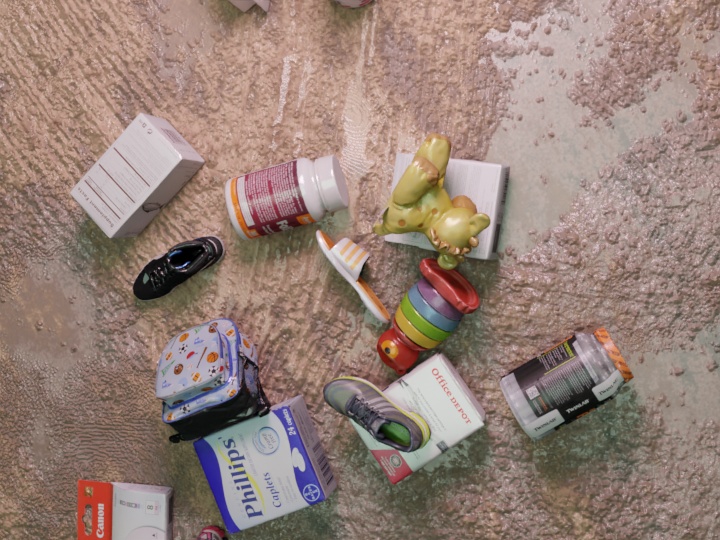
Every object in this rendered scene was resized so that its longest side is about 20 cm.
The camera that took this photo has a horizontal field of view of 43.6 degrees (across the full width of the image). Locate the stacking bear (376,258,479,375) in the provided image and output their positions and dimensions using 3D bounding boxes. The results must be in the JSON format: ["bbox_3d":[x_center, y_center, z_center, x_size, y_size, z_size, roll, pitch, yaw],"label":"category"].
[{"bbox_3d":[0.104,0.091,1.568,0.121,0.114,0.200,45,111,15],"label":"stacking bear"}]

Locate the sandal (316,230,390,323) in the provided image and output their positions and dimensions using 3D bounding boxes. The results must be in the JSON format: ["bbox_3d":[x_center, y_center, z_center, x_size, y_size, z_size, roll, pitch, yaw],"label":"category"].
[{"bbox_3d":[0.001,-0.001,1.600,0.059,0.079,0.207,-39,95,9],"label":"sandal"}]

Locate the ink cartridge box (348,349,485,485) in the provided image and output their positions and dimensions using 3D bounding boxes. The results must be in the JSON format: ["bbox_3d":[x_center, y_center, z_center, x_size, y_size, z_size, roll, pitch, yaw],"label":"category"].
[{"bbox_3d":[0.102,0.256,1.590,0.199,0.084,0.145,-36,87,12],"label":"ink cartridge box"}]

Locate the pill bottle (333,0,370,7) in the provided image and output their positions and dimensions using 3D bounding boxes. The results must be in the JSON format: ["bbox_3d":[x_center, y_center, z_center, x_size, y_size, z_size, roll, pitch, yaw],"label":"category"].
[{"bbox_3d":[-0.029,-0.516,1.503,0.112,0.200,0.115,1,94,10],"label":"pill bottle"}]

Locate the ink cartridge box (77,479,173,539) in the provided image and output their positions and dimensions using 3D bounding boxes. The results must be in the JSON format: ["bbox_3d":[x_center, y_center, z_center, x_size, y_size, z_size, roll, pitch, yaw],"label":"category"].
[{"bbox_3d":[-0.459,0.493,1.728,0.198,0.057,0.164,3,94,5],"label":"ink cartridge box"}]

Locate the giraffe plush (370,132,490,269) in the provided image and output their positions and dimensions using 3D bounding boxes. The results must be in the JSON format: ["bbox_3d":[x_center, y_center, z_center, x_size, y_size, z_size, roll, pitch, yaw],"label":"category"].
[{"bbox_3d":[0.129,-0.097,1.480,0.161,0.173,0.201,32,70,-2],"label":"giraffe plush"}]

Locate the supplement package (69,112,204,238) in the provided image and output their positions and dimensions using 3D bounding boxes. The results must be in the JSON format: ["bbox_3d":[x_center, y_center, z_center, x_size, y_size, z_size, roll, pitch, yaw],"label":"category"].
[{"bbox_3d":[-0.404,-0.169,1.637,0.117,0.117,0.200,46,100,4],"label":"supplement package"}]

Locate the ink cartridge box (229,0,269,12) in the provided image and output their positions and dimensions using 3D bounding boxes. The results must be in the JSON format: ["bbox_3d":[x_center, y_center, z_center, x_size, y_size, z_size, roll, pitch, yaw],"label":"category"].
[{"bbox_3d":[-0.210,-0.560,1.571,0.125,0.129,0.201,-34,88,11],"label":"ink cartridge box"}]

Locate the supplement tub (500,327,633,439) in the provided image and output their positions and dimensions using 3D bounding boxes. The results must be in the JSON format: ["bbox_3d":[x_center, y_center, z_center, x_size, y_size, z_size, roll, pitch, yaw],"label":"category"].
[{"bbox_3d":[0.346,0.187,1.514,0.199,0.123,0.123,-32,88,12],"label":"supplement tub"}]

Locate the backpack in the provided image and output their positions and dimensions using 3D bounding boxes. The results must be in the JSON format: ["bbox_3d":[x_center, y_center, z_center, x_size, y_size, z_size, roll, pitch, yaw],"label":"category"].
[{"bbox_3d":[-0.270,0.181,1.597,0.198,0.191,0.155,-19,129,11],"label":"backpack"}]

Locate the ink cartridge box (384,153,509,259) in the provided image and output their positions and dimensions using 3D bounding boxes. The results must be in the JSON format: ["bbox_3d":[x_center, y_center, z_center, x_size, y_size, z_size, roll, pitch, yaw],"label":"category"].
[{"bbox_3d":[0.151,-0.115,1.579,0.198,0.057,0.164,11,96,30],"label":"ink cartridge box"}]

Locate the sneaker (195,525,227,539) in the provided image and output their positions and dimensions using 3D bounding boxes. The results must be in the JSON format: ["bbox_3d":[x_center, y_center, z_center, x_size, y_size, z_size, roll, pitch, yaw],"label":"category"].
[{"bbox_3d":[-0.296,0.587,1.690,0.080,0.075,0.202,1,95,10],"label":"sneaker"}]

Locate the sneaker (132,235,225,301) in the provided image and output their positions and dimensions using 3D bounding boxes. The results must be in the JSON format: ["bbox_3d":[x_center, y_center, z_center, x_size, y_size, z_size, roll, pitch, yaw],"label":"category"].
[{"bbox_3d":[-0.350,-0.006,1.641,0.199,0.112,0.073,-30,87,11],"label":"sneaker"}]

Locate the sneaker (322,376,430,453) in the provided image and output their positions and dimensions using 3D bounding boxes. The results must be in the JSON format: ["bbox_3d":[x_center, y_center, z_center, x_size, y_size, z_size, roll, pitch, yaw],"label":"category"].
[{"bbox_3d":[0.024,0.243,1.520,0.199,0.081,0.074,26,98,10],"label":"sneaker"}]

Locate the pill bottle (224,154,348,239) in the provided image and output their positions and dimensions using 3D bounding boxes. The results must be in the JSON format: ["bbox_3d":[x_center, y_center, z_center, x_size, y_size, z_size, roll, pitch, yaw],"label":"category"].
[{"bbox_3d":[-0.128,-0.132,1.592,0.198,0.114,0.115,-14,91,11],"label":"pill bottle"}]

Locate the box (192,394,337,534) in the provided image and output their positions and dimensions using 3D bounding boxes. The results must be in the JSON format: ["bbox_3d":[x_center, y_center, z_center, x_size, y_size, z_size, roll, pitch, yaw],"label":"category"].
[{"bbox_3d":[-0.172,0.352,1.636,0.199,0.105,0.185,-23,89,12],"label":"box"}]
